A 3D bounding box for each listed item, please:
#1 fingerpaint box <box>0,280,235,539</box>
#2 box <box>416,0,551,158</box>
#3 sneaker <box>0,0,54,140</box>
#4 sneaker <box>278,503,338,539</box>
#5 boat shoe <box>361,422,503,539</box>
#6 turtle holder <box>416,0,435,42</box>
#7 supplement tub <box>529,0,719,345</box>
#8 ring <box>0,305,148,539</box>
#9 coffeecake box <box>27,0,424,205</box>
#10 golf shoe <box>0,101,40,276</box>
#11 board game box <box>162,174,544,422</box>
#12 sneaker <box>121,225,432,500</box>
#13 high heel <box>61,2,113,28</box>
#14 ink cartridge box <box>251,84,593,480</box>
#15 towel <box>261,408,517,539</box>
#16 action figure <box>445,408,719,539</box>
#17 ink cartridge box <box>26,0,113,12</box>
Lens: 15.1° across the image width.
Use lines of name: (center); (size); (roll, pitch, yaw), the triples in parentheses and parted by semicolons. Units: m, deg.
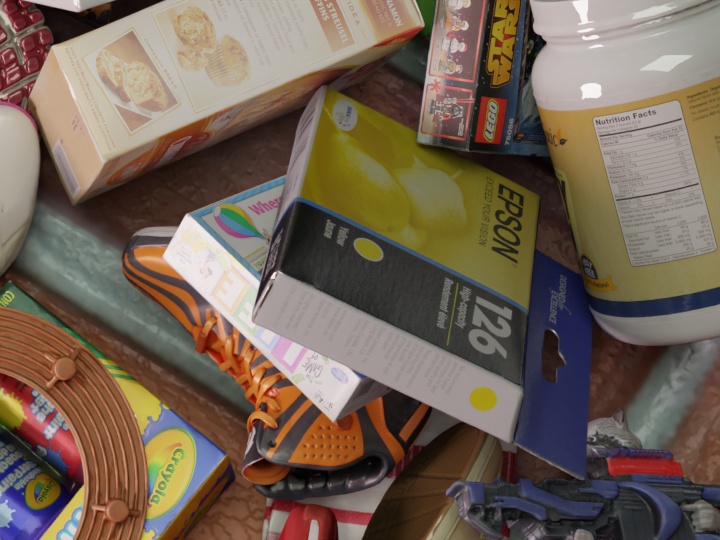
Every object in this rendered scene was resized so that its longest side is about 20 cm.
fingerpaint box: (-0.196, 0.137, 1.542); (0.167, 0.073, 0.200); (38, 79, 11)
box: (0.097, -0.166, 1.559); (0.040, 0.137, 0.202); (12, 96, 35)
sneaker: (-0.228, -0.158, 1.632); (0.080, 0.075, 0.202); (-6, 88, -12)
sneaker: (-0.090, 0.213, 1.506); (0.115, 0.078, 0.201); (18, 83, 8)
boat shoe: (0.037, 0.177, 1.510); (0.065, 0.072, 0.201); (38, 60, -26)
turtle holder: (0.053, -0.228, 1.610); (0.131, 0.141, 0.186); (-18, 62, -24)
supplement tub: (0.177, -0.074, 1.521); (0.143, 0.144, 0.201); (-17, 103, -3)
ring: (-0.213, 0.118, 1.472); (0.199, 0.019, 0.202); (1, 87, -12)
coffeecake box: (-0.080, -0.118, 1.553); (0.199, 0.153, 0.073); (-24, 88, -14)
golf shoe: (-0.237, -0.004, 1.562); (0.075, 0.091, 0.201); (27, 85, -13)
board game box: (0.000, 0.000, 1.516); (0.134, 0.200, 0.034); (43, 124, 16)
sneaker: (-0.059, 0.056, 1.530); (0.199, 0.078, 0.113); (25, 66, 7)
high heel: (-0.118, -0.240, 1.660); (0.199, 0.071, 0.143); (-25, 83, -5)
ink cartridge box: (0.047, 0.002, 1.480); (0.199, 0.047, 0.198); (24, 32, -9)
towel: (0.020, 0.099, 1.574); (0.143, 0.023, 0.202); (5, 74, 2)
action figure: (0.123, 0.171, 1.511); (0.199, 0.105, 0.195); (13, 68, -20)
ink cartridge box: (-0.110, -0.217, 1.560); (0.199, 0.146, 0.085); (-19, 107, -23)
